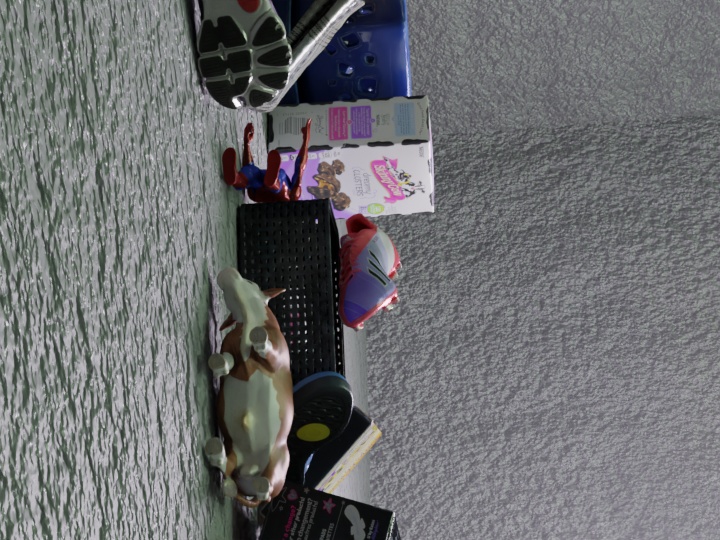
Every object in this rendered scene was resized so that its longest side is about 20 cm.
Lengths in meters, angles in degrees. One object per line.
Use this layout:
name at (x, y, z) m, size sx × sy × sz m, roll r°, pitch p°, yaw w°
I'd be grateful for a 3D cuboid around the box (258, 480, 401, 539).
box at (-0.033, 0.282, 1.209) m, size 0.200 × 0.114 × 0.133 m, roll 80°, pitch 25°, yaw -71°

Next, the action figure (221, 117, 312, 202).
action figure at (-0.090, -0.117, 1.299) m, size 0.200 × 0.065 × 0.100 m, roll 58°, pitch 37°, yaw -84°

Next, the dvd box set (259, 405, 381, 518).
dvd box set at (-0.038, 0.213, 1.397) m, size 0.029 × 0.146 × 0.200 m, roll 41°, pitch -5°, yaw 10°

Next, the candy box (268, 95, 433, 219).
candy box at (-0.008, -0.138, 1.650) m, size 0.168 × 0.198 × 0.072 m, roll 80°, pitch 7°, yaw -60°

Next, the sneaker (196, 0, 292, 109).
sneaker at (-0.104, -0.232, 1.107) m, size 0.084 × 0.080 × 0.202 m, roll -99°, pitch -178°, yaw -55°

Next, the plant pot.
plant pot at (-0.025, -0.290, 1.694) m, size 0.201 × 0.178 × 0.201 m, roll 82°, pitch 5°, yaw -45°

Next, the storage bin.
storage bin at (-0.067, 0.040, 1.317) m, size 0.135 × 0.093 × 0.202 m, roll 76°, pitch 10°, yaw -72°

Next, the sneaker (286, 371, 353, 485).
sneaker at (-0.060, 0.131, 1.185) m, size 0.201 × 0.065 × 0.079 m, roll 120°, pitch -26°, yaw -50°

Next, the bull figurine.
bull figurine at (-0.091, 0.095, 1.074) m, size 0.121 × 0.064 × 0.202 m, roll 12°, pitch 73°, yaw -83°

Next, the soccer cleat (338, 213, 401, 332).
soccer cleat at (0.000, 0.000, 1.334) m, size 0.077 × 0.066 × 0.200 m, roll 54°, pitch 16°, yaw -11°

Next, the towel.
towel at (-0.050, -0.248, 1.417) m, size 0.200 × 0.034 × 0.193 m, roll -50°, pitch -179°, yaw 5°
